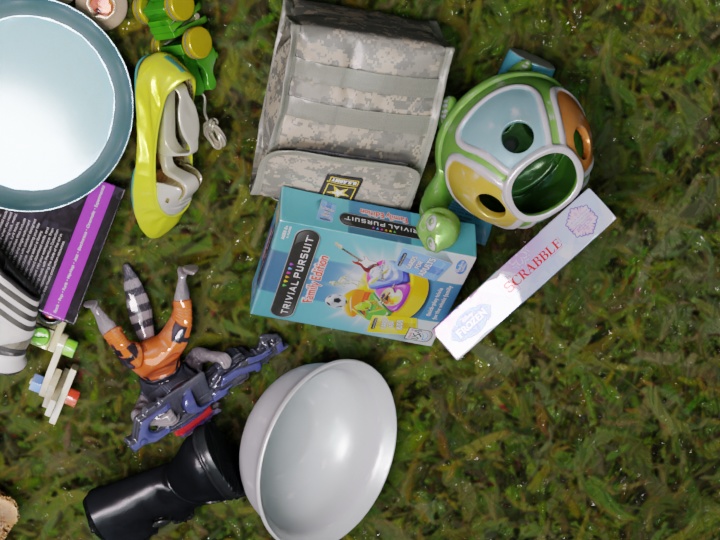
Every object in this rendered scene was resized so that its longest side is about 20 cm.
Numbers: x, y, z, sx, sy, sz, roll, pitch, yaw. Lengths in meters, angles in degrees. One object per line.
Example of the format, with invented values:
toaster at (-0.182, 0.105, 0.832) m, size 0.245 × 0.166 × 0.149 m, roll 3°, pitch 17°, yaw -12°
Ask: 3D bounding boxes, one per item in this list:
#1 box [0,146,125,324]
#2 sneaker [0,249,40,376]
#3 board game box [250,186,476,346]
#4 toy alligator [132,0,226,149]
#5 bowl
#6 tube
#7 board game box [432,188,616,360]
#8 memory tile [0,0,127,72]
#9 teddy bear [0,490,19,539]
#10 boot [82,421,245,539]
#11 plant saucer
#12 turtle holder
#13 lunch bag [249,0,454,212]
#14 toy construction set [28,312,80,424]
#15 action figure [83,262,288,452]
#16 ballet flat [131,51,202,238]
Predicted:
box at (-0.347, -0.049, 1.296) m, size 0.198 × 0.036 × 0.145 m, roll 23°, pitch 80°, yaw -14°
sneaker at (-0.394, 0.016, 1.238) m, size 0.198 × 0.076 × 0.117 m, roll 16°, pitch 106°, yaw -18°
board game box at (0.000, 0.000, 1.344) m, size 0.197 × 0.047 × 0.152 m, roll 10°, pitch 139°, yaw -11°
toy alligator at (-0.162, -0.216, 1.285) m, size 0.054 × 0.059 × 0.202 m, roll -46°, pitch 124°, yaw -36°
bowl at (-0.059, 0.181, 1.395) m, size 0.200 × 0.090 × 0.204 m, roll -16°, pitch 113°, yaw -42°
tube at (0.135, -0.124, 1.357) m, size 0.077 × 0.050 × 0.202 m, roll 17°, pitch 109°, yaw -17°
board game box at (0.166, 0.001, 1.324) m, size 0.199 × 0.200 × 0.041 m, roll -42°, pitch 85°, yaw 8°
memory tile at (-0.334, -0.239, 1.270) m, size 0.198 × 0.017 × 0.155 m, roll 23°, pitch 105°, yaw -15°
teddy bear at (-0.445, 0.210, 1.398) m, size 0.198 × 0.067 × 0.146 m, roll 25°, pitch 95°, yaw -8°
boot at (-0.205, 0.228, 1.370) m, size 0.166 × 0.200 × 0.077 m, roll -22°, pitch 75°, yaw -2°
plant saucer at (-0.315, -0.157, 1.262) m, size 0.197 × 0.027 × 0.203 m, roll -2°, pitch 99°, yaw -10°
turtle holder at (0.134, -0.105, 1.265) m, size 0.183 × 0.132 × 0.142 m, roll -13°, pitch 123°, yaw -9°
lunch bag at (-0.014, -0.146, 1.294) m, size 0.162 × 0.118 × 0.202 m, roll 7°, pitch 116°, yaw -12°
toy construction set at (-0.363, 0.076, 1.338) m, size 0.198 × 0.092 × 0.133 m, roll 25°, pitch 80°, yaw -23°
action figure at (-0.183, 0.084, 1.383) m, size 0.199 × 0.104 × 0.196 m, roll -26°, pitch 121°, yaw -27°
ballet flat at (-0.183, -0.111, 1.284) m, size 0.067 × 0.067 × 0.202 m, roll 24°, pitch 127°, yaw 29°
